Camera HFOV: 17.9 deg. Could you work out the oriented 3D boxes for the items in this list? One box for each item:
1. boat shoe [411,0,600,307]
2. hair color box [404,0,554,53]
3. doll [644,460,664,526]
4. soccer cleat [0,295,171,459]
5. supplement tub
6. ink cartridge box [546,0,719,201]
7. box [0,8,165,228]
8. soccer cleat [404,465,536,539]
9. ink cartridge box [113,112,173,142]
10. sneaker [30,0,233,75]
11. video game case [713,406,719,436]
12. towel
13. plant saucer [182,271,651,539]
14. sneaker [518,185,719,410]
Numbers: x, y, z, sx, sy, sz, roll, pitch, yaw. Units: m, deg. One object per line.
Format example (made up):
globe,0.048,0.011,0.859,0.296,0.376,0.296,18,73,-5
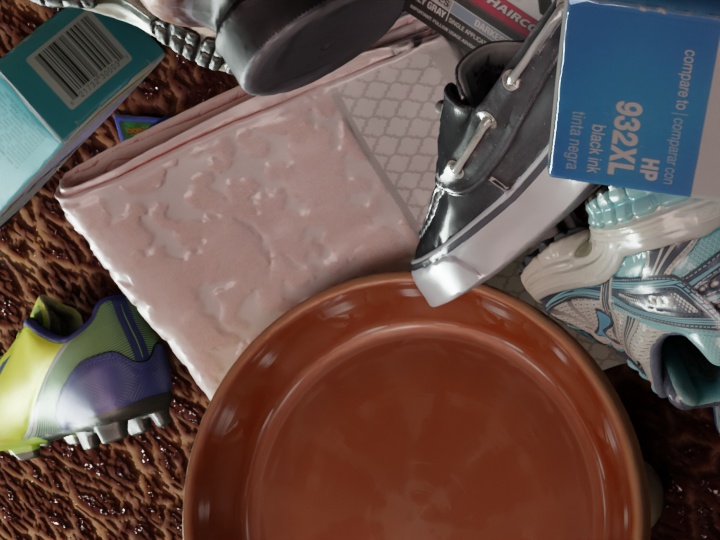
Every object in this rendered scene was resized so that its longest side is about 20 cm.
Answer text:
boat shoe,0.060,-0.052,0.839,0.068,0.072,0.200,49,150,4
hair color box,0.077,-0.161,0.824,0.099,0.061,0.200,34,141,9
doll,0.057,0.106,1.101,0.199,0.048,0.137,-2,115,34
soccer cleat,-0.170,0.057,1.242,0.200,0.064,0.084,-14,90,50
supplement tub,-0.061,-0.166,0.854,0.201,0.107,0.107,60,144,12
ink cartridge box,0.166,-0.091,0.695,0.199,0.146,0.084,9,140,6
box,-0.176,-0.060,1.120,0.049,0.082,0.200,47,141,-5
soccer cleat,0.038,0.164,0.992,0.064,0.084,0.201,24,102,23
ink cartridge box,-0.038,-0.008,1.077,0.199,0.042,0.120,10,126,36
sneaker,-0.096,-0.153,0.954,0.199,0.089,0.077,26,141,3
video game case,0.162,0.028,0.888,0.143,0.018,0.201,-111,7,-53
towel,0.000,0.000,0.973,0.190,0.032,0.200,-23,123,17
plant saucer,0.023,0.102,0.938,0.199,0.201,0.032,24,-177,22
sneaker,0.113,0.016,0.863,0.200,0.077,0.087,101,149,-79
